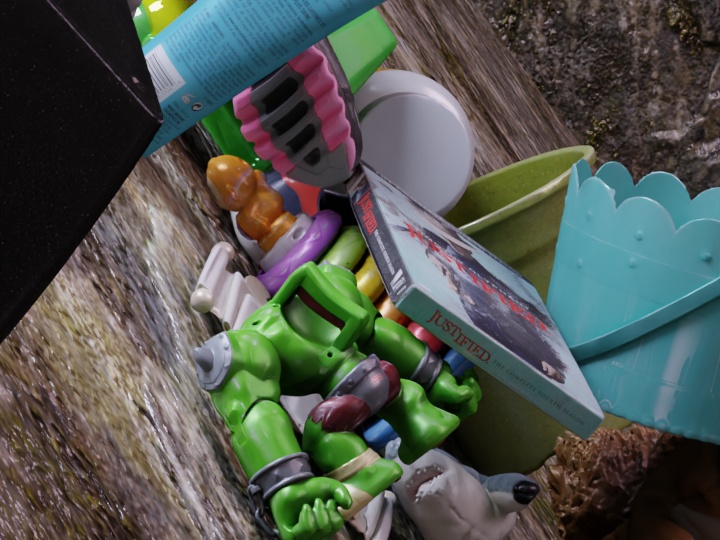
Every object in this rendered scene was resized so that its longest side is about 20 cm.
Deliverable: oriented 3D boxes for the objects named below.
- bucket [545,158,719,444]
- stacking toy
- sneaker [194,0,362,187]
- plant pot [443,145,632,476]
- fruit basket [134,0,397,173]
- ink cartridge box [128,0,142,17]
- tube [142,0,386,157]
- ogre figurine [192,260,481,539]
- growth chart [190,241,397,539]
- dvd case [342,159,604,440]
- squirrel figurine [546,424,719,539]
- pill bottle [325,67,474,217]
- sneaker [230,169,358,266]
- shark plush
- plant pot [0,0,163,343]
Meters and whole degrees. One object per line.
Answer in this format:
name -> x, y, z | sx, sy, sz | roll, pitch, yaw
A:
bucket -> 0.206, 0.021, 1.760 | 0.206, 0.135, 0.207 | 15, 8, -2
stacking toy -> -0.021, 0.004, 1.719 | 0.200, 0.110, 0.116 | 43, 12, -9
sneaker -> -0.046, -0.148, 1.708 | 0.095, 0.079, 0.201 | -35, 100, -56
plant pot -> 0.106, 0.037, 1.975 | 0.200, 0.200, 0.185 | -63, 130, -78
fruit basket -> -0.099, -0.156, 1.802 | 0.215, 0.155, 0.216 | 12, 64, -27
ink cartridge box -> -0.206, -0.154, 1.181 | 0.200, 0.146, 0.083 | 50, 10, -34
tube -> -0.064, -0.142, 1.636 | 0.078, 0.200, 0.050 | 51, 15, -13
ogre figurine -> -0.015, 0.063, 1.500 | 0.200, 0.098, 0.120 | -37, 87, -36
growth chart -> -0.035, 0.072, 1.624 | 0.200, 0.018, 0.145 | 56, 10, -1
dvd case -> 0.062, 0.014, 1.654 | 0.146, 0.022, 0.200 | 35, 12, -20
squirrel figurine -> 0.187, 0.181, 1.846 | 0.142, 0.186, 0.200 | 55, 6, -26
pill bottle -> 0.016, -0.084, 1.952 | 0.113, 0.113, 0.200 | 54, -4, -9
sneaker -> 0.000, 0.000, 1.818 | 0.200, 0.084, 0.075 | 47, 13, -42
shark plush -> 0.059, 0.132, 1.717 | 0.083, 0.091, 0.200 | 41, 10, 8
plant pot -> -0.183, -0.076, 0.966 | 0.200, 0.177, 0.200 | 49, 13, -38
